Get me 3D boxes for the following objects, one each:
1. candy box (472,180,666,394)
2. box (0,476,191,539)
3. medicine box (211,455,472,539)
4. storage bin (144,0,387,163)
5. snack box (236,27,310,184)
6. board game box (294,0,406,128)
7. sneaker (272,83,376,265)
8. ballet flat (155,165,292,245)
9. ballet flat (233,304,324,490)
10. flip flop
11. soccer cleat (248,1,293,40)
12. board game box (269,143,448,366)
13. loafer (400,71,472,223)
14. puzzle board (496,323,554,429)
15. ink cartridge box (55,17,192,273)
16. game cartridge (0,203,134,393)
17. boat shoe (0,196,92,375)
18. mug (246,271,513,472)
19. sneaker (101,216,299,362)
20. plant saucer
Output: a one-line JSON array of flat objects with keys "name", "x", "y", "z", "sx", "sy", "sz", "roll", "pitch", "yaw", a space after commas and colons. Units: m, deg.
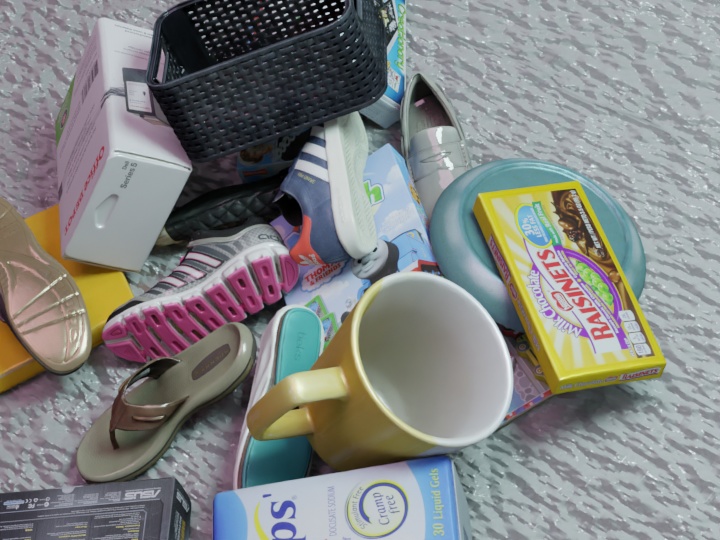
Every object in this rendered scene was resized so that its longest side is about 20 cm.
[{"name": "candy box", "x": 0.174, "y": 0.011, "z": 1.443, "sx": 0.101, "sy": 0.027, "sz": 0.201, "roll": -9, "pitch": 55, "yaw": -17}, {"name": "box", "x": -0.248, "y": 0.261, "z": 1.436, "sx": 0.198, "sy": 0.048, "sz": 0.159, "roll": -7, "pitch": 52, "yaw": 11}, {"name": "medicine box", "x": -0.009, "y": 0.260, "z": 1.332, "sx": 0.198, "sy": 0.103, "sz": 0.183, "roll": -10, "pitch": 51, "yaw": 7}, {"name": "storage bin", "x": -0.083, "y": -0.195, "z": 1.546, "sx": 0.198, "sy": 0.094, "sz": 0.136, "roll": -17, "pitch": 38, "yaw": 13}, {"name": "snack box", "x": -0.060, "y": -0.174, "z": 1.724, "sx": 0.115, "sy": 0.037, "sz": 0.201, "roll": -8, "pitch": 52, "yaw": 11}, {"name": "board game box", "x": -0.009, "y": -0.253, "z": 1.716, "sx": 0.035, "sy": 0.126, "sz": 0.201, "roll": -33, "pitch": 40, "yaw": 36}, {"name": "sneaker", "x": -0.041, "y": -0.091, "z": 1.556, "sx": 0.084, "sy": 0.075, "sz": 0.201, "roll": -19, "pitch": 50, "yaw": 20}, {"name": "ballet flat", "x": -0.110, "y": -0.055, "z": 1.640, "sx": 0.198, "sy": 0.057, "sz": 0.067, "roll": -16, "pitch": 18, "yaw": 11}, {"name": "ballet flat", "x": -0.074, "y": 0.129, "z": 1.475, "sx": 0.069, "sy": 0.069, "sz": 0.202, "roll": 3, "pitch": 68, "yaw": 18}, {"name": "flip flop", "x": -0.178, "y": 0.111, "z": 1.505, "sx": 0.199, "sy": 0.058, "sz": 0.081, "roll": -38, "pitch": 48, "yaw": 12}, {"name": "soccer cleat", "x": -0.076, "y": -0.220, "z": 1.701, "sx": 0.084, "sy": 0.069, "sz": 0.201, "roll": 10, "pitch": 60, "yaw": 13}, {"name": "board game box", "x": 0.000, "y": 0.000, "z": 1.547, "sx": 0.151, "sy": 0.037, "sz": 0.201, "roll": -33, "pitch": 48, "yaw": 14}, {"name": "loafer", "x": 0.070, "y": -0.103, "z": 1.605, "sx": 0.069, "sy": 0.070, "sz": 0.201, "roll": -19, "pitch": 48, "yaw": 7}, {"name": "puzzle board", "x": 0.132, "y": 0.034, "z": 1.521, "sx": 0.150, "sy": 0.017, "sz": 0.200, "roll": -29, "pitch": 50, "yaw": -7}, {"name": "ink cartridge box", "x": -0.232, "y": -0.120, "z": 1.645, "sx": 0.083, "sy": 0.146, "sz": 0.201, "roll": 12, "pitch": 41, "yaw": -24}, {"name": "game cartridge", "x": -0.327, "y": 0.029, "z": 1.652, "sx": 0.199, "sy": 0.033, "sz": 0.177, "roll": -25, "pitch": 51, "yaw": -7}, {"name": "boat shoe", "x": -0.312, "y": 0.019, "z": 1.595, "sx": 0.072, "sy": 0.065, "sz": 0.200, "roll": -30, "pitch": 70, "yaw": -22}, {"name": "mug", "x": 0.008, "y": 0.093, "z": 1.398, "sx": 0.185, "sy": 0.153, "sz": 0.150, "roll": 25, "pitch": 55, "yaw": -19}, {"name": "sneaker", "x": -0.149, "y": 0.014, "z": 1.577, "sx": 0.199, "sy": 0.074, "sz": 0.088, "roll": -28, "pitch": 39, "yaw": 11}, {"name": "plant saucer", "x": 0.160, "y": -0.029, "z": 1.505, "sx": 0.198, "sy": 0.028, "sz": 0.201, "roll": 7, "pitch": 51, "yaw": -9}]
